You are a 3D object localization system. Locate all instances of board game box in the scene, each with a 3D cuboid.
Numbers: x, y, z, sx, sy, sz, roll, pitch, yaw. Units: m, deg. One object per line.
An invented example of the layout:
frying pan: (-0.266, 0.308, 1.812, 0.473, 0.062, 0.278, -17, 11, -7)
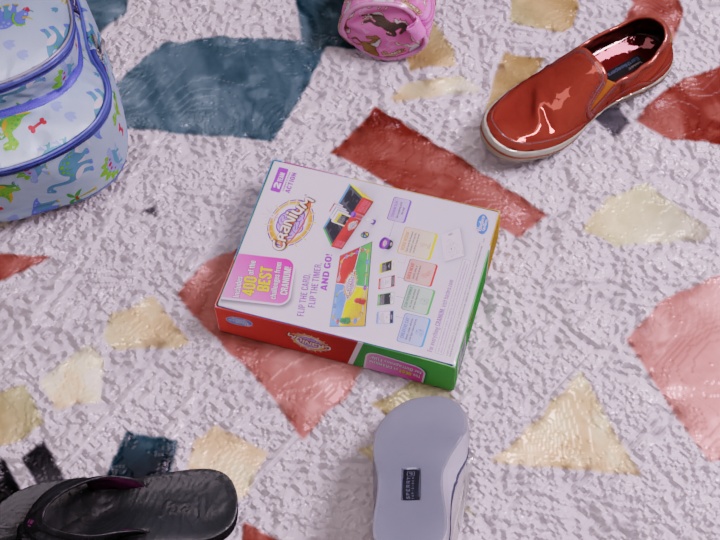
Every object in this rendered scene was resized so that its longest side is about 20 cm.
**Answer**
board game box: (0.000, 0.000, 1.266, 0.199, 0.040, 0.154, 14, 59, 10)

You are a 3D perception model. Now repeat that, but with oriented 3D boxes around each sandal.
sandal: (-0.191, 0.178, 1.153, 0.199, 0.048, 0.076, -11, 58, -7)

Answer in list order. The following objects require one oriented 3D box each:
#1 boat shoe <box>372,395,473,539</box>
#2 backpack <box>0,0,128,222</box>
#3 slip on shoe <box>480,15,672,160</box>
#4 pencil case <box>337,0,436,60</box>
boat shoe: (0.047, 0.176, 1.139, 0.074, 0.087, 0.202, -2, 29, 5)
backpack: (-0.296, -0.154, 1.306, 0.182, 0.147, 0.201, -21, 63, -9)
slip on shoe: (0.187, -0.161, 1.343, 0.199, 0.061, 0.074, -30, 64, -15)
pencil case: (0.036, -0.285, 1.422, 0.082, 0.086, 0.201, 25, 57, -20)
